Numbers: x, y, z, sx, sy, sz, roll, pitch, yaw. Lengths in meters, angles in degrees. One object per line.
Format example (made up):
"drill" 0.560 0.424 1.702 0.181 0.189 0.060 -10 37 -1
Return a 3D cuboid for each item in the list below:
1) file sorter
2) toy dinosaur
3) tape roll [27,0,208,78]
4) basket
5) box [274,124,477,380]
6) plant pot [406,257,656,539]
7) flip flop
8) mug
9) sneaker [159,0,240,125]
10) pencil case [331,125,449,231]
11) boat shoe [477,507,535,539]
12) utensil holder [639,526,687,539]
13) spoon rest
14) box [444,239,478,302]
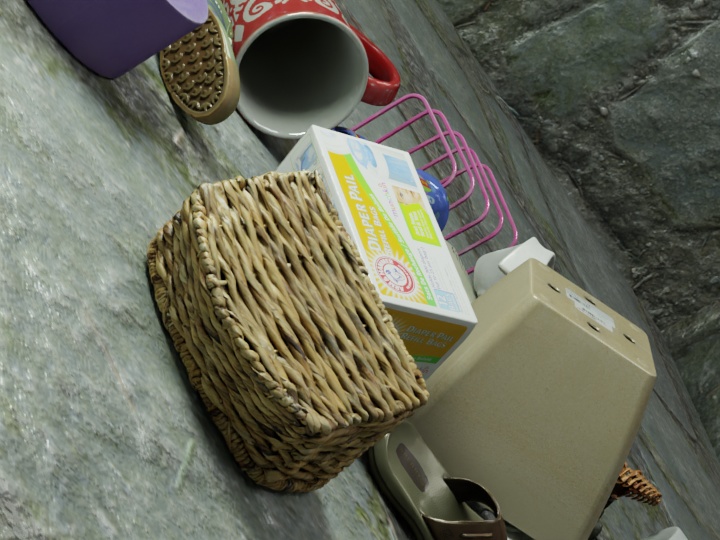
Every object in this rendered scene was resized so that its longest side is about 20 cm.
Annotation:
"file sorter" 0.076 -0.088 2.020 0.200 0.125 0.139 41 23 -57
"toy dinosaur" 0.224 0.224 1.848 0.102 0.136 0.200 44 -28 -4
"tape roll" -0.206 -0.254 1.376 0.200 0.085 0.200 56 12 -19
"basket" -0.076 0.053 1.243 0.142 0.149 0.200 -13 70 -42
"box" 0.000 -0.008 1.510 0.112 0.101 0.200 13 42 -37
"plant pot" 0.161 0.108 1.633 0.199 0.177 0.200 33 16 -4
"flip flop" 0.082 0.199 1.488 0.200 0.057 0.081 55 37 -16
"mug" -0.066 -0.224 1.775 0.178 0.133 0.200 46 14 -36
"sneaker" -0.136 -0.199 1.561 0.090 0.067 0.201 31 28 -55
"pencil case" 0.014 -0.086 1.809 0.200 0.078 0.087 23 54 -55
"boat shoe" 0.140 0.252 1.646 0.202 0.075 0.086 16 41 -59
"utensil holder" 0.294 0.375 1.742 0.200 0.170 0.170 58 12 5
"spoon rest" 0.160 0.011 1.794 0.099 0.061 0.200 41 -11 7
"box" 0.097 0.071 1.847 0.201 0.082 0.068 66 12 18
